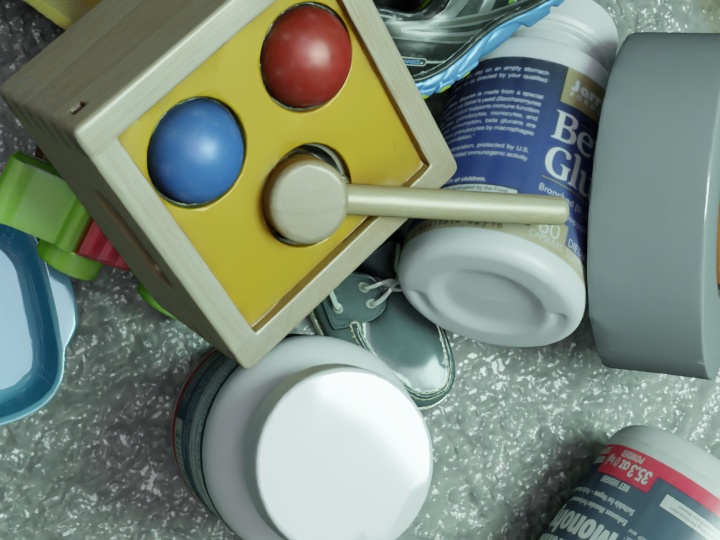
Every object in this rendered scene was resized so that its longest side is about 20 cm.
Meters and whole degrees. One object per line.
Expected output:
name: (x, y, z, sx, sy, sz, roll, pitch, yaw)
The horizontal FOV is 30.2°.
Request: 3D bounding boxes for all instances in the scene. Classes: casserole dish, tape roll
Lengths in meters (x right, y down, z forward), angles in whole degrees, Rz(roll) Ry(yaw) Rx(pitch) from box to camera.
casserole dish: (-0.259, 0.037, 0.747, 0.197, 0.039, 0.123, -13, 92, -15)
tape roll: (0.188, -0.039, 0.797, 0.065, 0.200, 0.203, 6, 85, 22)

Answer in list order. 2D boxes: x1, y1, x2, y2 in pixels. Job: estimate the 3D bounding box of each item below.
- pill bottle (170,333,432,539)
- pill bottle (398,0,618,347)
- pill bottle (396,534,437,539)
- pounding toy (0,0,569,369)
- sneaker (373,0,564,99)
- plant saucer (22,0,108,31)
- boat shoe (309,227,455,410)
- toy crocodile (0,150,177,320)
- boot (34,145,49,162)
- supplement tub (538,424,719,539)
pill bottle: (-0.032, 0.094, 0.726, 0.118, 0.200, 0.121, 0, 88, -16)
pill bottle: (0.097, -0.067, 0.798, 0.110, 0.111, 0.202, 24, 62, -14)
pill bottle: (0.001, 0.260, 0.775, 0.113, 0.114, 0.203, 2, 88, -16)
pounding toy: (-0.032, -0.058, 0.670, 0.184, 0.142, 0.201, -43, 126, -15)
sneaker: (0.070, -0.180, 0.775, 0.199, 0.070, 0.083, -42, 128, -19)
plant saucer: (-0.144, -0.230, 0.746, 0.199, 0.049, 0.200, 35, 76, 26)
boat shoe: (0.000, 0.000, 0.811, 0.072, 0.062, 0.201, -33, 98, -16)
toy crocodile: (-0.118, -0.015, 0.749, 0.199, 0.062, 0.068, 27, 99, -44)
boot: (-0.116, -0.113, 0.778, 0.107, 0.075, 0.202, 31, 79, -18)
supplement tub: (0.162, 0.210, 0.810, 0.140, 0.140, 0.201, 41, 78, -11)
